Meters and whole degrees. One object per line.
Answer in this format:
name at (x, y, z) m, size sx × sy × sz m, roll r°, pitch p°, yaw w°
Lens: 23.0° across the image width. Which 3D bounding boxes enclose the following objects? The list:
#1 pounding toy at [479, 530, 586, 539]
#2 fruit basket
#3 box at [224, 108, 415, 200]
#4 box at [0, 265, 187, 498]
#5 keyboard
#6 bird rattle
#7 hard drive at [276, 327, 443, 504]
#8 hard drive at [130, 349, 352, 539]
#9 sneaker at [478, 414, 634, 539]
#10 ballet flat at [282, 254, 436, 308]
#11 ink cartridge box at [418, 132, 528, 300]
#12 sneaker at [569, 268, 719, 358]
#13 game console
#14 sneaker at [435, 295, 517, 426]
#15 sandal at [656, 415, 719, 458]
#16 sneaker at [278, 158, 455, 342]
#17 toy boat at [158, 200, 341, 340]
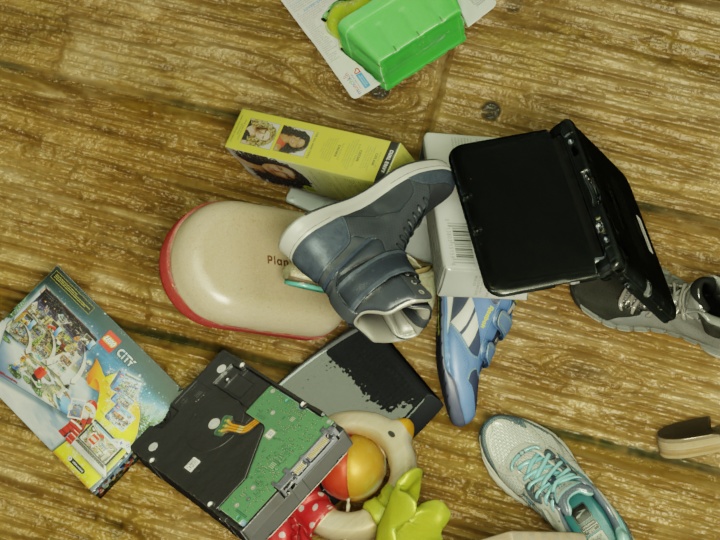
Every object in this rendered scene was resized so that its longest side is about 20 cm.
pounding toy at (0.126, 0.346, 1.597) m, size 0.141 × 0.183 × 0.202 m, roll 8°, pitch 67°, yaw -40°
fruit basket at (0.019, -0.296, 1.891) m, size 0.184 × 0.094 × 0.200 m, roll -33°, pitch 58°, yaw -6°
box at (-0.036, -0.110, 1.799) m, size 0.199 × 0.075 × 0.050 m, roll 14°, pitch 72°, yaw 32°
box at (-0.287, 0.112, 1.802) m, size 0.200 × 0.038 × 0.137 m, roll 43°, pitch 80°, yaw 15°
keyboard at (0.021, -0.058, 1.846) m, size 0.198 × 0.011 × 0.057 m, roll 24°, pitch 82°, yaw 11°
bird rattle at (-0.014, 0.215, 1.693) m, size 0.198 × 0.113 × 0.165 m, roll -6°, pitch 59°, yaw 22°
hard drive at (-0.030, 0.149, 1.767) m, size 0.199 × 0.042 × 0.135 m, roll -39°, pitch 74°, yaw -7°
hard drive at (-0.116, 0.168, 1.699) m, size 0.140 × 0.038 × 0.199 m, roll -47°, pitch 41°, yaw -16°
sneaker at (0.194, 0.208, 1.708) m, size 0.078 × 0.086 × 0.200 m, roll -43°, pitch 75°, yaw -10°
ballet flat at (0.000, 0.000, 1.748) m, size 0.067 × 0.199 × 0.063 m, roll 11°, pitch 87°, yaw 44°
ink cartridge box at (0.153, -0.055, 1.773) m, size 0.172 × 0.044 × 0.201 m, roll 4°, pitch 45°, yaw -9°
sneaker at (0.305, 0.022, 1.740) m, size 0.198 × 0.116 × 0.076 m, roll 16°, pitch 75°, yaw 9°
game console at (0.194, -0.036, 1.699) m, size 0.116 × 0.176 × 0.201 m, roll -33°, pitch 44°, yaw 21°
sneaker at (0.116, 0.056, 1.769) m, size 0.081 × 0.074 × 0.202 m, roll 4°, pitch 77°, yaw -2°
sandal at (0.397, 0.175, 1.724) m, size 0.209 × 0.078 × 0.070 m, roll -9°, pitch 104°, yaw 9°
sneaker at (0.042, -0.015, 1.667) m, size 0.201 × 0.077 × 0.146 m, roll -29°, pitch 63°, yaw -30°
toy boat at (-0.117, 0.008, 1.781) m, size 0.199 × 0.130 × 0.132 m, roll 10°, pitch 68°, yaw -37°
